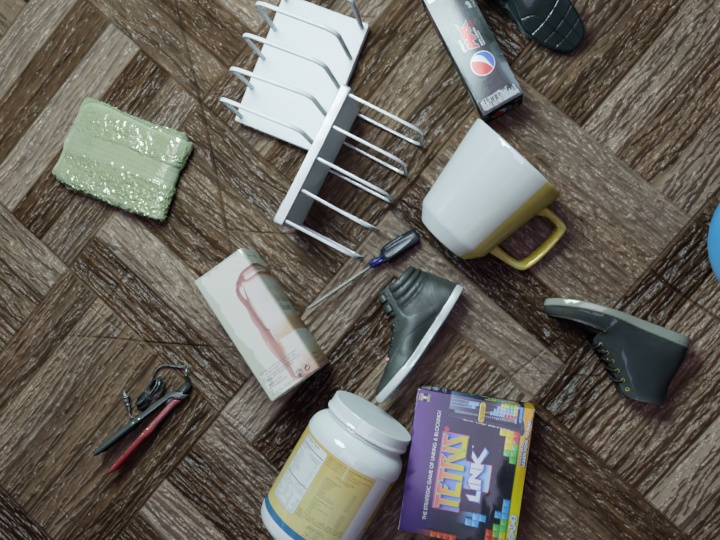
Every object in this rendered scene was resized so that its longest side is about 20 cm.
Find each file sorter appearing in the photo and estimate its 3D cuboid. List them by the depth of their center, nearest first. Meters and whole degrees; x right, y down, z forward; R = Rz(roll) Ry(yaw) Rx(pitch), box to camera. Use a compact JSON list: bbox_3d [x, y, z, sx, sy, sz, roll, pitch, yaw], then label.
[{"bbox_3d":[-0.011,-0.126,1.010,0.124,0.139,0.201,28,93,5],"label":"file sorter"},{"bbox_3d":[-0.095,-0.293,1.024,0.138,0.124,0.202,22,92,9],"label":"file sorter"}]

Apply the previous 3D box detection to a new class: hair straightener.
[{"bbox_3d":[-0.333,0.211,1.098,0.077,0.041,0.200,44,95,7],"label":"hair straightener"}]

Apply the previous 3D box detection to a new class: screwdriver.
[{"bbox_3d":[0.000,0.000,1.061,0.199,0.028,0.029,-30,54,8],"label":"screwdriver"}]

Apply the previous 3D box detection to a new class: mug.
[{"bbox_3d":[0.176,-0.085,0.981,0.187,0.149,0.153,46,103,13],"label":"mug"}]

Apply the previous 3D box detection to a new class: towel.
[{"bbox_3d":[-0.366,-0.169,1.113,0.198,0.036,0.150,22,93,8],"label":"towel"}]

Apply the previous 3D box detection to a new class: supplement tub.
[{"bbox_3d":[-0.032,0.284,0.999,0.144,0.145,0.201,31,93,8],"label":"supplement tub"}]

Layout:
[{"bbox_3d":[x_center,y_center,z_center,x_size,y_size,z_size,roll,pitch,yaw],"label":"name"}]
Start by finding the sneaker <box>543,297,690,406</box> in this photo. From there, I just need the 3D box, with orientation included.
[{"bbox_3d":[0.335,0.108,0.982,0.198,0.075,0.107,19,89,7],"label":"sneaker"}]

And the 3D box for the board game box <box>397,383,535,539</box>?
[{"bbox_3d":[0.148,0.274,1.018,0.164,0.057,0.202,8,90,7],"label":"board game box"}]

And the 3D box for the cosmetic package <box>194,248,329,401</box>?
[{"bbox_3d":[-0.138,0.076,1.042,0.087,0.103,0.201,-35,86,4],"label":"cosmetic package"}]

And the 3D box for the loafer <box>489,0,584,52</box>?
[{"bbox_3d":[0.228,-0.381,1.011,0.199,0.072,0.073,36,111,-13],"label":"loafer"}]

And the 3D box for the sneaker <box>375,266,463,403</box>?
[{"bbox_3d":[0.054,0.084,1.032,0.099,0.071,0.201,32,88,9],"label":"sneaker"}]

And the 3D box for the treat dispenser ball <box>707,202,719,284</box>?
[{"bbox_3d":[0.537,-0.035,0.893,0.199,0.201,0.203,0,89,8],"label":"treat dispenser ball"}]

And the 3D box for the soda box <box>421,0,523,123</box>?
[{"bbox_3d":[0.155,-0.313,1.019,0.063,0.071,0.201,-27,86,10],"label":"soda box"}]
